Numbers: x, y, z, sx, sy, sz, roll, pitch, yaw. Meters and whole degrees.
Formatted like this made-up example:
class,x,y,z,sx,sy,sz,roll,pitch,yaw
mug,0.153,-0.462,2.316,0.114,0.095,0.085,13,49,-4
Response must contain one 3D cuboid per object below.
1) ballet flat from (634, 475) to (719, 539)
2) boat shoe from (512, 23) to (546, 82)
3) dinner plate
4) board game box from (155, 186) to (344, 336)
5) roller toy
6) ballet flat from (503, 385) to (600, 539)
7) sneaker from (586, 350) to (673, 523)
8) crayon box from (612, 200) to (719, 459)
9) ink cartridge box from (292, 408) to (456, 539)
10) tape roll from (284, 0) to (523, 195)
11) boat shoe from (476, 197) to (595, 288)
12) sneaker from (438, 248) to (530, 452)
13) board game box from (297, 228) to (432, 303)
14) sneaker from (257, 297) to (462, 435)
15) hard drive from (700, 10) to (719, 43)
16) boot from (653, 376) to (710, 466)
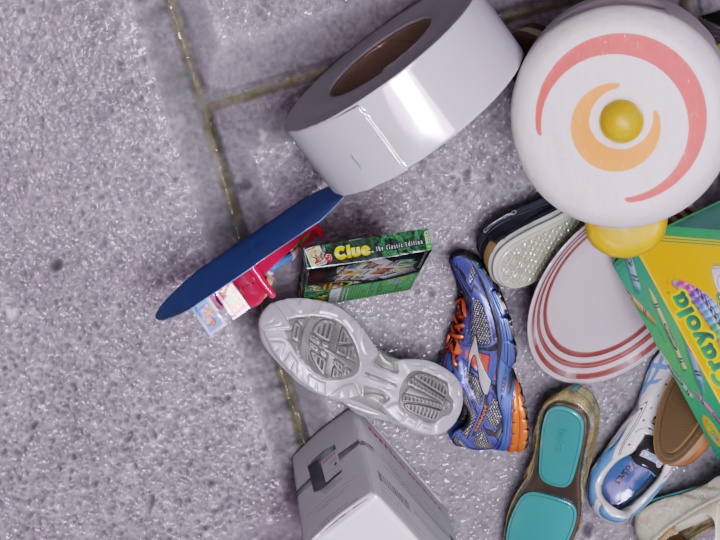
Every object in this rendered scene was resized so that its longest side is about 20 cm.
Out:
class,x,y,z,sx,sy,sz,roll,pitch,yaw
ballet flat,0.342,0.220,1.694,0.067,0.063,0.200,26,137,-37
boat shoe,0.218,-0.153,1.626,0.202,0.075,0.075,41,139,-3
dinner plate,0.231,0.014,1.654,0.200,0.024,0.201,-18,129,-24
board game box,-0.083,-0.003,1.566,0.200,0.158,0.039,-34,101,1
roller toy,0.214,-0.130,1.509,0.182,0.140,0.200,37,107,-1
ballet flat,0.182,0.194,1.703,0.070,0.071,0.201,6,117,-9
sneaker,0.279,0.148,1.704,0.072,0.072,0.200,28,96,-12
crayon box,0.321,0.048,1.592,0.119,0.058,0.200,-24,79,-18
ink cartridge box,0.017,0.227,1.620,0.085,0.200,0.146,-38,106,9
tape roll,0.035,-0.151,1.524,0.202,0.202,0.071,-37,107,2
boat shoe,0.192,-0.047,1.646,0.200,0.062,0.075,-25,124,-16
sneaker,0.102,0.078,1.662,0.078,0.075,0.201,-11,104,-2
board game box,0.000,0.000,1.564,0.104,0.200,0.024,-12,81,-6
sneaker,-0.013,0.092,1.633,0.200,0.099,0.078,32,72,-16
hard drive,0.351,-0.123,1.609,0.038,0.140,0.201,-16,107,-3
boot,0.365,0.123,1.681,0.155,0.074,0.200,40,80,-33
